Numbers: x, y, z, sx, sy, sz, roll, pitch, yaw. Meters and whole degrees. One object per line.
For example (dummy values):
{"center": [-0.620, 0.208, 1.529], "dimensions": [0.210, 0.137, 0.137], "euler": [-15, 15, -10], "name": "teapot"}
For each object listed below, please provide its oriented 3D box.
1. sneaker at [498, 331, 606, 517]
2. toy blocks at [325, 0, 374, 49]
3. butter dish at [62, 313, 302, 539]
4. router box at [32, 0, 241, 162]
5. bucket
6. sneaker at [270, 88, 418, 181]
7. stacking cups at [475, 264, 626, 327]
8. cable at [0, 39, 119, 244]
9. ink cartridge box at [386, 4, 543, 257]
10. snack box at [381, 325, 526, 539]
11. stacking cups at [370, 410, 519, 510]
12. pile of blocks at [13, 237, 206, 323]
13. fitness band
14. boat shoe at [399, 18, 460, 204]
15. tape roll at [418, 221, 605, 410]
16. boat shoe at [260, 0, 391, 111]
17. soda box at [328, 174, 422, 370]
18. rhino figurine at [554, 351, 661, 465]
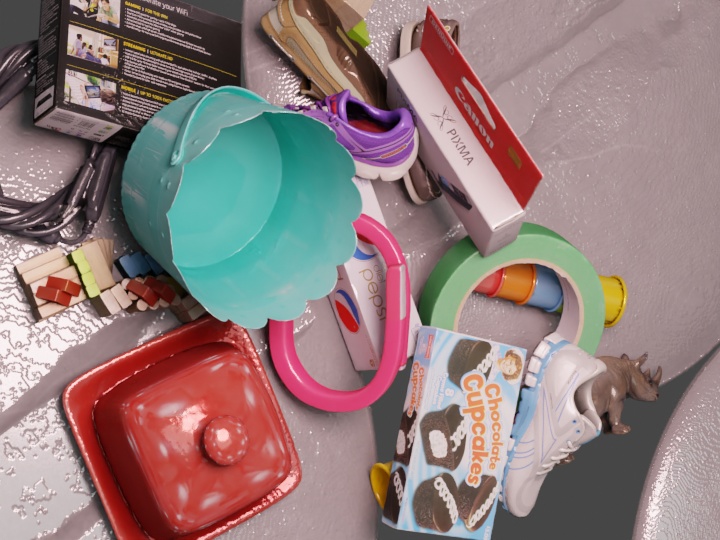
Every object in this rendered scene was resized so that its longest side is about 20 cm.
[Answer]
{"center": [0.202, 0.172, 1.242], "dimensions": [0.075, 0.086, 0.202], "euler": [-9, 116, -56], "name": "sneaker"}
{"center": [-0.038, -0.350, 1.256], "dimensions": [0.199, 0.100, 0.138], "euler": [38, 59, -18], "name": "toy blocks"}
{"center": [-0.145, 0.157, 1.110], "dimensions": [0.199, 0.147, 0.201], "euler": [-24, 96, -26], "name": "butter dish"}
{"center": [-0.206, -0.189, 1.135], "dimensions": [0.199, 0.051, 0.151], "euler": [13, 68, -38], "name": "router box"}
{"center": [-0.112, -0.065, 1.090], "dimensions": [0.205, 0.134, 0.210], "euler": [-16, 119, -31], "name": "bucket"}
{"center": [-0.039, -0.151, 1.197], "dimensions": [0.197, 0.084, 0.081], "euler": [5, 50, 5], "name": "sneaker"}
{"center": [0.198, 0.018, 1.340], "dimensions": [0.198, 0.060, 0.061], "euler": [11, 80, -18], "name": "stacking cups"}
{"center": [-0.307, -0.130, 1.124], "dimensions": [0.161, 0.051, 0.202], "euler": [16, 75, -16], "name": "cable"}
{"center": [0.093, -0.129, 1.153], "dimensions": [0.044, 0.176, 0.201], "euler": [-29, 76, -9], "name": "ink cartridge box"}
{"center": [0.097, 0.166, 1.213], "dimensions": [0.115, 0.037, 0.202], "euler": [14, 85, -29], "name": "snack box"}
{"center": [0.109, 0.199, 1.274], "dimensions": [0.198, 0.060, 0.061], "euler": [-19, 93, -26], "name": "stacking cups"}
{"center": [-0.224, 0.008, 1.135], "dimensions": [0.198, 0.062, 0.083], "euler": [2, 84, -26], "name": "pile of blocks"}
{"center": [-0.022, 0.040, 1.189], "dimensions": [0.142, 0.037, 0.203], "euler": [6, 100, 19], "name": "fitness band"}
{"center": [0.079, -0.173, 1.289], "dimensions": [0.072, 0.059, 0.203], "euler": [20, 69, -65], "name": "boat shoe"}
{"center": [0.162, 0.050, 1.277], "dimensions": [0.198, 0.048, 0.203], "euler": [-5, 111, -12], "name": "tape roll"}
{"center": [-0.030, -0.204, 1.251], "dimensions": [0.200, 0.076, 0.072], "euler": [52, 30, -30], "name": "boat shoe"}
{"center": [0.000, 0.000, 1.240], "dimensions": [0.063, 0.068, 0.202], "euler": [-21, 93, -26], "name": "soda box"}
{"center": [0.276, 0.145, 1.362], "dimensions": [0.198, 0.060, 0.088], "euler": [-21, 89, -28], "name": "rhino figurine"}
